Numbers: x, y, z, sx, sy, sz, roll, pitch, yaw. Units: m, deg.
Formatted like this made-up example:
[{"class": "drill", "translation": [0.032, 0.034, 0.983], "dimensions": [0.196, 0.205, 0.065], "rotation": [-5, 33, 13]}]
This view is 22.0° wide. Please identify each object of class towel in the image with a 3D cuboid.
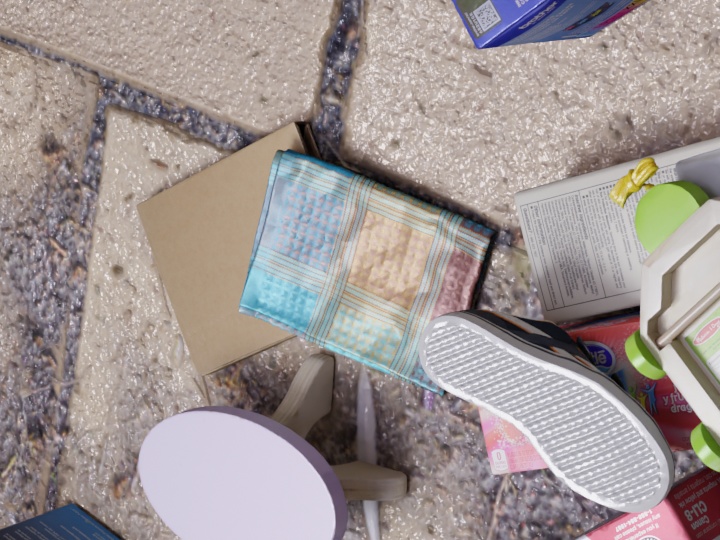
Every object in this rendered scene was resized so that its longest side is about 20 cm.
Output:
[{"class": "towel", "translation": [0.000, 0.000, 1.491], "dimensions": [0.199, 0.022, 0.148], "rotation": [22, 108, 22]}]

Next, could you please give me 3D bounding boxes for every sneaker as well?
[{"class": "sneaker", "translation": [0.139, 0.086, 1.269], "dimensions": [0.200, 0.079, 0.079], "rotation": [36, 113, 21]}]

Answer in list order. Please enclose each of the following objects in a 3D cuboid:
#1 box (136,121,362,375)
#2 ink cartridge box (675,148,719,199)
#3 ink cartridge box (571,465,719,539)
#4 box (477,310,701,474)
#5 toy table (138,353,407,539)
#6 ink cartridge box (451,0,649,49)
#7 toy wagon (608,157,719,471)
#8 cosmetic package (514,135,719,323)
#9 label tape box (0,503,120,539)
[{"class": "box", "translation": [-0.093, -0.016, 1.578], "dimensions": [0.199, 0.021, 0.164], "rotation": [-24, 85, 37]}, {"class": "ink cartridge box", "translation": [0.296, -0.020, 1.182], "dimensions": [0.083, 0.199, 0.148], "rotation": [-13, 90, 40]}, {"class": "ink cartridge box", "translation": [0.241, 0.255, 1.309], "dimensions": [0.145, 0.144, 0.201], "rotation": [-35, 79, 35]}, {"class": "box", "translation": [0.191, 0.082, 1.340], "dimensions": [0.199, 0.102, 0.095], "rotation": [-12, 90, 38]}, {"class": "toy table", "translation": [-0.070, 0.168, 1.538], "dimensions": [0.199, 0.117, 0.185], "rotation": [26, 113, 29]}, {"class": "ink cartridge box", "translation": [0.109, -0.229, 1.277], "dimensions": [0.076, 0.199, 0.137], "rotation": [-33, 80, 36]}, {"class": "toy wagon", "translation": [0.224, 0.016, 1.093], "dimensions": [0.155, 0.039, 0.201], "rotation": [-47, 69, 35]}, {"class": "cosmetic package", "translation": [0.217, -0.032, 1.316], "dimensions": [0.199, 0.071, 0.106], "rotation": [-13, 91, 37]}, {"class": "label tape box", "translation": [-0.287, 0.295, 1.669], "dimensions": [0.143, 0.199, 0.066], "rotation": [31, 118, 27]}]
